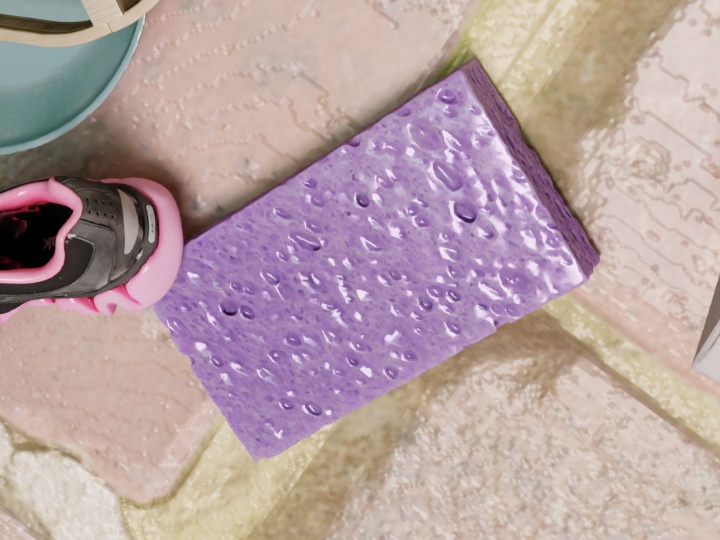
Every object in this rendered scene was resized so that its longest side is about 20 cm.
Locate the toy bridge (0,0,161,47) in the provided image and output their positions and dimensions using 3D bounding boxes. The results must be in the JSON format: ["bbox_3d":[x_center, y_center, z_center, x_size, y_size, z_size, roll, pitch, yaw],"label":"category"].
[{"bbox_3d":[-0.118,-0.138,0.822,0.199,0.027,0.068,-19,107,22],"label":"toy bridge"}]

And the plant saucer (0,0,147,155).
[{"bbox_3d":[-0.183,-0.154,0.870,0.198,0.036,0.201,6,113,14],"label":"plant saucer"}]

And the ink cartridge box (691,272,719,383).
[{"bbox_3d":[0.256,0.008,0.740,0.199,0.147,0.145,31,116,3],"label":"ink cartridge box"}]

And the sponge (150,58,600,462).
[{"bbox_3d":[0.000,0.000,0.879,0.199,0.030,0.112,-30,99,25],"label":"sponge"}]

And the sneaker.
[{"bbox_3d":[-0.187,-0.004,0.885,0.199,0.095,0.080,-17,77,22],"label":"sneaker"}]
